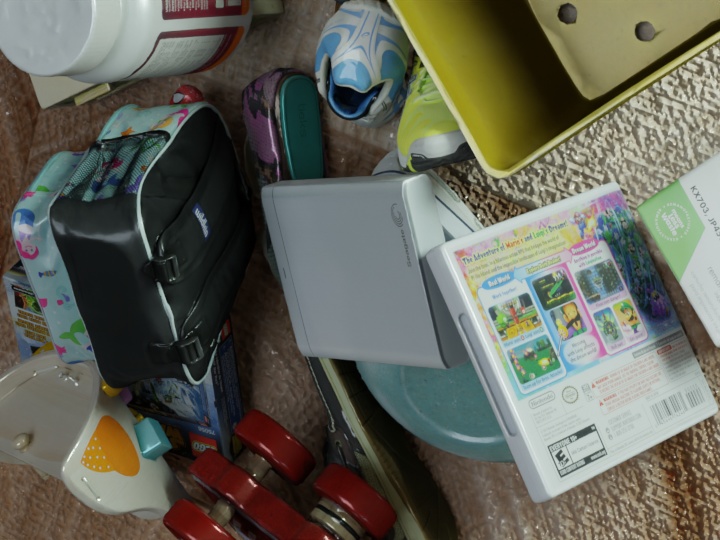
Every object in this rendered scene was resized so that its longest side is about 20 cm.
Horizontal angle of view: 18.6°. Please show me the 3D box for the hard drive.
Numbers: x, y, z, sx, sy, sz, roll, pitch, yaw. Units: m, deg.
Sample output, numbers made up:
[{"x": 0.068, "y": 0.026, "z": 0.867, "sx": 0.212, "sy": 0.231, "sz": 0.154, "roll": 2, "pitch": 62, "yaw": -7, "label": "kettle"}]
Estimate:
[{"x": 0.000, "y": 0.000, "z": 1.560, "sx": 0.200, "sy": 0.027, "sz": 0.133, "roll": 1, "pitch": 107, "yaw": 59, "label": "hard drive"}]

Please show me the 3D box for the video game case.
[{"x": 0.150, "y": 0.045, "z": 1.517, "sx": 0.024, "sy": 0.199, "sz": 0.183, "roll": -28, "pitch": 84, "yaw": 46, "label": "video game case"}]

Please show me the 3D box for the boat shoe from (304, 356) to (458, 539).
[{"x": 0.001, "y": 0.140, "z": 1.686, "sx": 0.066, "sy": 0.072, "sz": 0.202, "roll": -30, "pitch": 87, "yaw": 24, "label": "boat shoe"}]

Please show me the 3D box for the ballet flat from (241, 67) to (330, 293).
[{"x": -0.055, "y": -0.054, "z": 1.697, "sx": 0.071, "sy": 0.069, "sz": 0.202, "roll": -10, "pitch": 89, "yaw": 48, "label": "ballet flat"}]

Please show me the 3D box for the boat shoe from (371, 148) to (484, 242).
[{"x": 0.080, "y": -0.012, "z": 1.618, "sx": 0.202, "sy": 0.086, "sz": 0.074, "roll": 44, "pitch": 128, "yaw": -17, "label": "boat shoe"}]

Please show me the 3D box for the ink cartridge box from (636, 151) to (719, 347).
[{"x": 0.302, "y": -0.049, "z": 1.490, "sx": 0.200, "sy": 0.067, "sz": 0.118, "roll": -35, "pitch": 80, "yaw": 29, "label": "ink cartridge box"}]

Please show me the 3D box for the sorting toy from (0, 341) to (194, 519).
[{"x": -0.195, "y": 0.155, "z": 1.743, "sx": 0.180, "sy": 0.107, "sz": 0.200, "roll": 49, "pitch": 161, "yaw": -30, "label": "sorting toy"}]

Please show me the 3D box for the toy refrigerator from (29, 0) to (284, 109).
[{"x": -0.164, "y": -0.190, "z": 1.724, "sx": 0.199, "sy": 0.076, "sz": 0.070, "roll": -21, "pitch": 88, "yaw": 29, "label": "toy refrigerator"}]

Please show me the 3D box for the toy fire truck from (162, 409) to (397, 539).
[{"x": -0.044, "y": 0.209, "z": 1.668, "sx": 0.199, "sy": 0.168, "sz": 0.112, "roll": 32, "pitch": 76, "yaw": 30, "label": "toy fire truck"}]

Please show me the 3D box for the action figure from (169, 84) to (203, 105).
[{"x": -0.187, "y": -0.076, "z": 1.760, "sx": 0.052, "sy": 0.065, "sz": 0.200, "roll": 48, "pitch": 118, "yaw": 4, "label": "action figure"}]

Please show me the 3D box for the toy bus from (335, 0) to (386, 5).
[{"x": -0.047, "y": -0.259, "z": 1.571, "sx": 0.199, "sy": 0.065, "sz": 0.079, "roll": 27, "pitch": 133, "yaw": 28, "label": "toy bus"}]

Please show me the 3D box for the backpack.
[{"x": -0.158, "y": -0.027, "z": 1.633, "sx": 0.150, "sy": 0.200, "sz": 0.178, "roll": 0, "pitch": 127, "yaw": 23, "label": "backpack"}]

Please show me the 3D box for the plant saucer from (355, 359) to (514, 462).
[{"x": 0.083, "y": 0.073, "z": 1.597, "sx": 0.200, "sy": 0.039, "sz": 0.202, "roll": 11, "pitch": 129, "yaw": 13, "label": "plant saucer"}]

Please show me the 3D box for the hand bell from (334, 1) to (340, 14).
[{"x": 0.000, "y": -0.247, "z": 1.630, "sx": 0.104, "sy": 0.104, "sz": 0.201, "roll": 18, "pitch": 117, "yaw": 25, "label": "hand bell"}]

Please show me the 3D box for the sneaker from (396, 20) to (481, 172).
[{"x": 0.057, "y": -0.130, "z": 1.534, "sx": 0.075, "sy": 0.200, "sz": 0.077, "roll": -12, "pitch": 114, "yaw": 12, "label": "sneaker"}]

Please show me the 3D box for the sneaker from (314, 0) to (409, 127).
[{"x": -0.004, "y": -0.135, "z": 1.580, "sx": 0.072, "sy": 0.200, "sz": 0.073, "roll": 25, "pitch": 79, "yaw": 5, "label": "sneaker"}]

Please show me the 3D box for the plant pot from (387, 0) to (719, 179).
[{"x": 0.147, "y": -0.199, "z": 1.484, "sx": 0.199, "sy": 0.176, "sz": 0.201, "roll": -33, "pitch": 82, "yaw": 22, "label": "plant pot"}]

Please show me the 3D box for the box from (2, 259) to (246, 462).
[{"x": -0.188, "y": 0.072, "z": 1.768, "sx": 0.199, "sy": 0.040, "sz": 0.138, "roll": 16, "pitch": 131, "yaw": 26, "label": "box"}]

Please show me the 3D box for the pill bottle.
[{"x": -0.169, "y": -0.190, "z": 1.568, "sx": 0.109, "sy": 0.200, "sz": 0.110, "roll": 5, "pitch": 100, "yaw": 28, "label": "pill bottle"}]
